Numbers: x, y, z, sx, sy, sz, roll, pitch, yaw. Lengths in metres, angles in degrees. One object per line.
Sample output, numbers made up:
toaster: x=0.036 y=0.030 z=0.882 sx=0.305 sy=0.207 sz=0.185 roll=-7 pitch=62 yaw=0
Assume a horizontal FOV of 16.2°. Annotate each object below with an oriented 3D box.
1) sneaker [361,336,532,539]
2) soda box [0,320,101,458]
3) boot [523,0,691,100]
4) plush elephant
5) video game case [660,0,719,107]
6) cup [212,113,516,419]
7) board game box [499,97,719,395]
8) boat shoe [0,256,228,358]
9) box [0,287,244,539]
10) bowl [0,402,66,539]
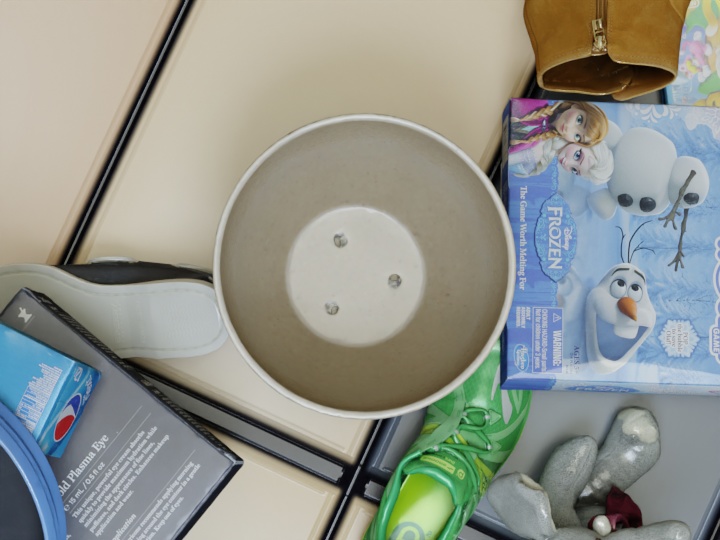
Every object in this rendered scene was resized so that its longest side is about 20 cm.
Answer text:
sneaker: x=0.065 y=0.132 z=1.751 sx=0.074 sy=0.084 sz=0.201 roll=26 pitch=82 yaw=-2
soda box: x=-0.269 y=0.046 z=1.598 sx=0.199 sy=0.068 sz=0.064 roll=26 pitch=87 yaw=12
boot: x=0.213 y=-0.187 z=1.753 sx=0.200 sy=0.071 sz=0.145 roll=-11 pitch=52 yaw=6
plush elephant: x=0.162 y=0.197 z=1.717 sx=0.199 sy=0.155 sz=0.165 roll=-25 pitch=88 yaw=-4
video game case: x=0.289 y=-0.107 z=1.808 sx=0.142 sy=0.018 sz=0.201 roll=-7 pitch=88 yaw=-4
cup: x=0.000 y=0.000 z=1.726 sx=0.199 sy=0.143 sz=0.201 roll=0 pitch=88 yaw=-2
board game box: x=0.197 y=-0.015 z=1.753 sx=0.198 sy=0.043 sz=0.201 roll=2 pitch=77 yaw=-5
boat shoe: x=-0.180 y=0.024 z=1.758 sx=0.199 sy=0.060 sz=0.074 roll=-2 pitch=103 yaw=11
box: x=-0.208 y=0.145 z=1.673 sx=0.182 sy=0.104 sz=0.200 roll=40 pitch=87 yaw=3
bowl: x=-0.272 y=0.150 z=1.568 sx=0.200 sy=0.039 sz=0.202 roll=9 pitch=114 yaw=20
